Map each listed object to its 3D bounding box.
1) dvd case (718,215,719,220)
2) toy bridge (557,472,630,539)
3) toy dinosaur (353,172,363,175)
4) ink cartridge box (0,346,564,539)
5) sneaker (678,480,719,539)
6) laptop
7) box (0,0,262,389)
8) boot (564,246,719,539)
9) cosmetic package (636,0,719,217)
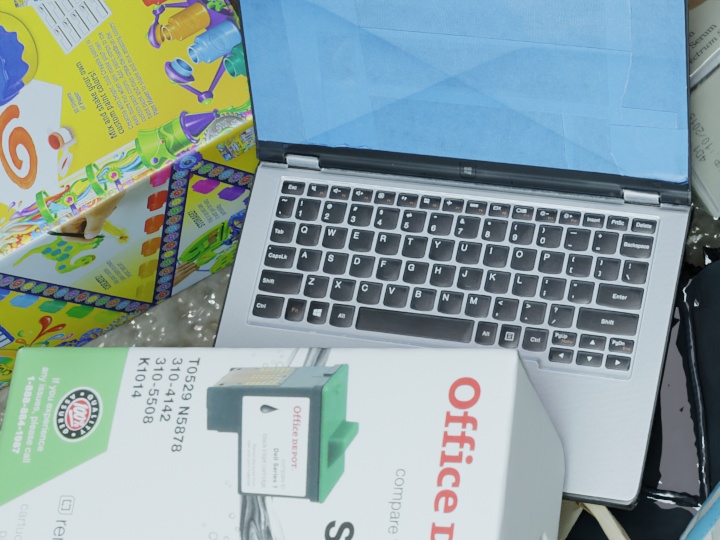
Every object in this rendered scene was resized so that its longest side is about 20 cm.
[{"bbox_3d":[0.201,-0.076,1.086,0.143,0.018,0.200,-36,40,10],"label":"dvd case"},{"bbox_3d":[0.064,0.110,1.014,0.200,0.027,0.067,23,74,34],"label":"toy bridge"},{"bbox_3d":[0.000,0.000,1.094,0.105,0.200,0.182,37,126,32],"label":"toy dinosaur"},{"bbox_3d":[-0.034,0.107,0.953,0.200,0.084,0.146,-1,60,15],"label":"ink cartridge box"},{"bbox_3d":[0.173,0.095,0.999,0.076,0.081,0.200,24,76,1],"label":"sneaker"},{"bbox_3d":[0.026,-0.030,1.002,0.187,0.116,0.200,7,71,19],"label":"laptop"},{"bbox_3d":[-0.146,-0.086,1.177,0.192,0.122,0.200,-28,67,1],"label":"box"},{"bbox_3d":[0.099,0.079,1.082,0.200,0.076,0.169,-7,72,3],"label":"boot"},{"bbox_3d":[0.118,-0.116,1.113,0.105,0.071,0.200,-43,41,-6],"label":"cosmetic package"}]
